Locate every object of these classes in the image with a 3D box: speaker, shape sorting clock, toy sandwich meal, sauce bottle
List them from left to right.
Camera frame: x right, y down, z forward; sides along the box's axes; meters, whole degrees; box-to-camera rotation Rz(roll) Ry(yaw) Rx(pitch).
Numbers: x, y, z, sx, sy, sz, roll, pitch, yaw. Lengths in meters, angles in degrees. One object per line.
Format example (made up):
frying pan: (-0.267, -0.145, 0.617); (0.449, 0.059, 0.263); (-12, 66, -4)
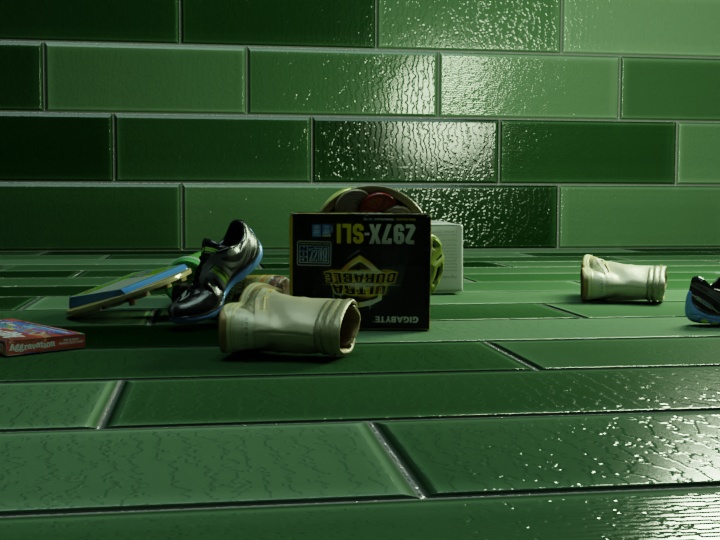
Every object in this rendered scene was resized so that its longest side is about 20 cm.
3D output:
shape sorting clock: (-0.352, 0.034, 1.582); (0.196, 0.040, 0.200); (-15, 9, 2)
speaker: (-0.282, 0.013, 1.780); (0.087, 0.090, 0.200); (0, 4, 2)
sauce bottle: (-0.196, 0.040, 1.556); (0.197, 0.067, 0.066); (-2, 3, 26)
toy sandwich meal: (0.016, -0.021, 1.502); (0.201, 0.209, 0.070); (0, 20, -3)

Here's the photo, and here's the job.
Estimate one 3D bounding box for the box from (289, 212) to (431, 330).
box: (0.000, 0.000, 1.437); (0.196, 0.163, 0.049); (1, 4, 2)

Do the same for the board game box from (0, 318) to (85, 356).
board game box: (-0.437, 0.081, 1.285); (0.102, 0.020, 0.198); (-6, 7, -44)

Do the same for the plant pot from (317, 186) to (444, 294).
plant pot: (0.039, -0.025, 1.783); (0.188, 0.204, 0.198); (19, 15, 38)

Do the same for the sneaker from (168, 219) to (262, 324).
sneaker: (-0.215, 0.002, 1.473); (0.070, 0.084, 0.200); (4, 41, 34)

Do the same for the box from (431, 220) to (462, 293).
box: (0.087, -0.028, 2.025); (0.196, 0.133, 0.199); (-1, 4, -7)

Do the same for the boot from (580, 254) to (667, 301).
boot: (0.476, 0.015, 1.869); (0.152, 0.074, 0.200); (1, 9, 13)

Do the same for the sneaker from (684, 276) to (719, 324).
sneaker: (0.566, 0.036, 1.501); (0.196, 0.084, 0.071); (0, 4, -12)

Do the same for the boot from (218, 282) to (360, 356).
boot: (-0.074, 0.058, 1.240); (0.152, 0.074, 0.200); (0, 6, 9)
